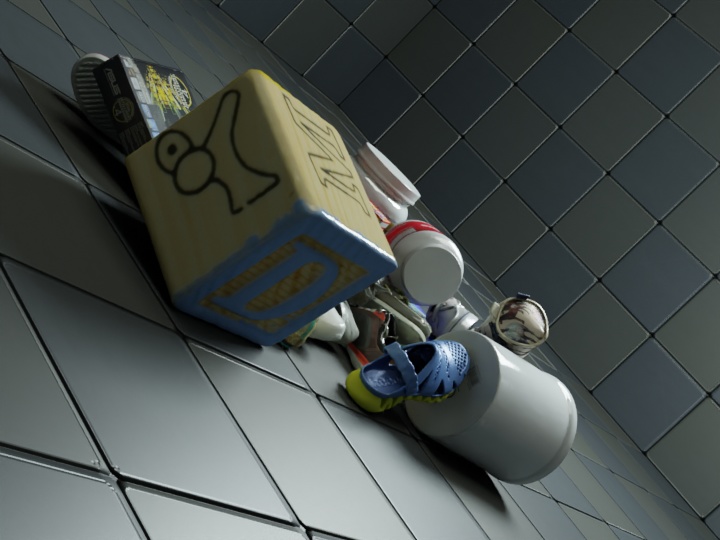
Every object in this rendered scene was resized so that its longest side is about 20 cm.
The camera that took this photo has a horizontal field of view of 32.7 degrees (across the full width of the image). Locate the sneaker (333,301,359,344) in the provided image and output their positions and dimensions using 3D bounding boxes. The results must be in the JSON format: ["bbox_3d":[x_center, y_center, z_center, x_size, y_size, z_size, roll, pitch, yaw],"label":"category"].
[{"bbox_3d":[-0.068,0.026,1.666,0.200,0.076,0.092,61,9,34],"label":"sneaker"}]

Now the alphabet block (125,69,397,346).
[{"bbox_3d":[-0.109,-0.063,1.345,0.196,0.195,0.200,34,29,-57],"label":"alphabet block"}]

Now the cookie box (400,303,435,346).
[{"bbox_3d":[0.069,0.107,1.852,0.171,0.075,0.200,35,13,-49],"label":"cookie box"}]

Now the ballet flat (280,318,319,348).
[{"bbox_3d":[-0.116,0.009,1.508,0.200,0.071,0.071,50,11,30],"label":"ballet flat"}]

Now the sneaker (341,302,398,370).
[{"bbox_3d":[0.013,0.082,1.698,0.077,0.082,0.200,36,14,-46],"label":"sneaker"}]

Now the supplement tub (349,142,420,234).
[{"bbox_3d":[-0.017,-0.091,1.953,0.144,0.200,0.144,43,10,-9],"label":"supplement tub"}]

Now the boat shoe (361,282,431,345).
[{"bbox_3d":[0.031,0.045,1.754,0.202,0.060,0.072,29,-33,39],"label":"boat shoe"}]

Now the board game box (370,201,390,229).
[{"bbox_3d":[-0.078,-0.091,1.842,0.200,0.152,0.046,48,10,14],"label":"board game box"}]

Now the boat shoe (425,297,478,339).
[{"bbox_3d":[0.127,0.076,1.829,0.065,0.074,0.200,40,0,1],"label":"boat shoe"}]

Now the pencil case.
[{"bbox_3d":[0.206,0.097,1.808,0.089,0.078,0.200,39,-21,2],"label":"pencil case"}]

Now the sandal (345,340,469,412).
[{"bbox_3d":[0.076,0.124,1.566,0.200,0.087,0.080,-14,60,-47],"label":"sandal"}]

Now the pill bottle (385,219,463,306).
[{"bbox_3d":[0.091,-0.009,1.829,0.112,0.112,0.200,43,3,-12],"label":"pill bottle"}]

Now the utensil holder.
[{"bbox_3d":[0.180,0.191,1.714,0.200,0.170,0.170,32,16,-43],"label":"utensil holder"}]

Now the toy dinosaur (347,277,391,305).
[{"bbox_3d":[0.000,0.000,1.692,0.102,0.077,0.200,65,10,3],"label":"toy dinosaur"}]

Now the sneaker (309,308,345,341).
[{"bbox_3d":[-0.079,0.005,1.559,0.200,0.099,0.078,47,23,28],"label":"sneaker"}]

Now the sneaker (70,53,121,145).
[{"bbox_3d":[-0.306,-0.214,1.609,0.200,0.075,0.105,48,11,-32],"label":"sneaker"}]

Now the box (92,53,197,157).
[{"bbox_3d":[-0.239,-0.160,1.513,0.161,0.049,0.200,-5,71,-68],"label":"box"}]
